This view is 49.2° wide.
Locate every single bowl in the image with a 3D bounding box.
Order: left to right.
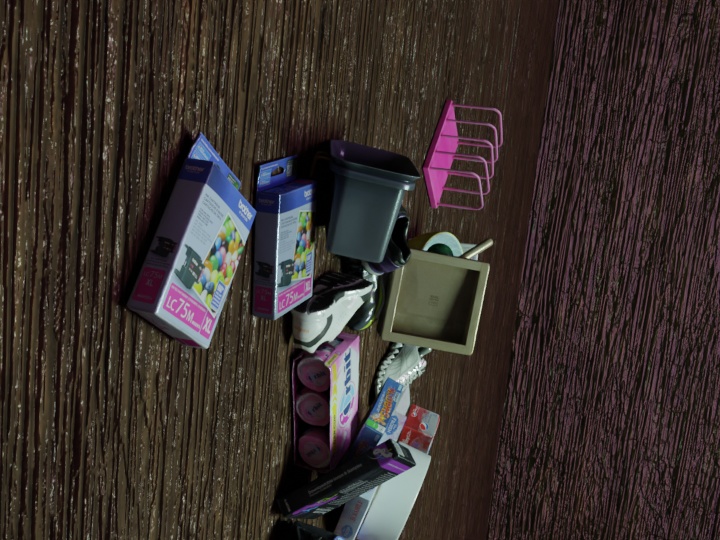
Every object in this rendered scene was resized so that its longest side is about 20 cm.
[{"bbox_3d":[0.107,0.019,1.512,0.200,0.107,0.201,-16,110,-52],"label":"bowl"}]

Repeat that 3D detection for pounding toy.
[{"bbox_3d":[0.137,0.028,1.360,0.142,0.184,0.201,-135,-125,-85],"label":"pounding toy"}]

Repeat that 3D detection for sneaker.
[{"bbox_3d":[-0.047,0.060,1.198,0.200,0.074,0.080,-28,130,-55],"label":"sneaker"},{"bbox_3d":[0.000,0.000,1.312,0.081,0.074,0.201,24,72,-57],"label":"sneaker"},{"bbox_3d":[0.042,-0.098,1.253,0.076,0.087,0.201,-3,80,-43],"label":"sneaker"},{"bbox_3d":[0.085,0.203,1.603,0.075,0.081,0.200,81,28,-46],"label":"sneaker"}]

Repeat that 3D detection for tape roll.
[{"bbox_3d":[0.063,0.434,1.507,0.202,0.071,0.203,24,90,-84],"label":"tape roll"}]

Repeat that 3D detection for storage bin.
[{"bbox_3d":[-0.007,-0.101,1.124,0.200,0.145,0.135,-100,-156,-74],"label":"storage bin"}]

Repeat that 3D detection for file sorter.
[{"bbox_3d":[0.232,-0.250,1.733,0.139,0.125,0.200,70,35,-55],"label":"file sorter"}]

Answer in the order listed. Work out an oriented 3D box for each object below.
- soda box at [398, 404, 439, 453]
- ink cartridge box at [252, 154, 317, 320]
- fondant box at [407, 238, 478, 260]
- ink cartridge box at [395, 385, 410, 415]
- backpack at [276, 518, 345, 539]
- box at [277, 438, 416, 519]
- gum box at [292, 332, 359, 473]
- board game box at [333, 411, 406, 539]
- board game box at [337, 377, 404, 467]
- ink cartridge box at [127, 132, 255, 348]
[{"bbox_3d":[0.118,0.385,1.728,0.063,0.070,0.200,-60,166,-44],"label":"soda box"},{"bbox_3d":[-0.098,-0.046,1.044,0.119,0.042,0.201,-34,128,-64],"label":"ink cartridge box"},{"bbox_3d":[0.160,0.041,1.609,0.058,0.144,0.201,42,53,-86],"label":"fondant box"},{"bbox_3d":[0.063,0.357,1.657,0.163,0.057,0.200,-58,146,-47],"label":"ink cartridge box"},{"bbox_3d":[-0.077,0.509,1.215,0.183,0.134,0.200,64,42,-57],"label":"backpack"},{"bbox_3d":[-0.018,0.332,1.236,0.036,0.200,0.143,61,3,23],"label":"box"},{"bbox_3d":[-0.053,0.198,1.233,0.114,0.066,0.201,-44,139,-60],"label":"gum box"},{"bbox_3d":[0.014,0.392,1.459,0.200,0.041,0.200,-59,169,-46],"label":"board game box"},{"bbox_3d":[0.005,0.296,1.359,0.200,0.034,0.135,-64,176,35],"label":"board game box"},{"bbox_3d":[-0.168,-0.030,0.834,0.119,0.042,0.200,56,45,-63],"label":"ink cartridge box"}]
